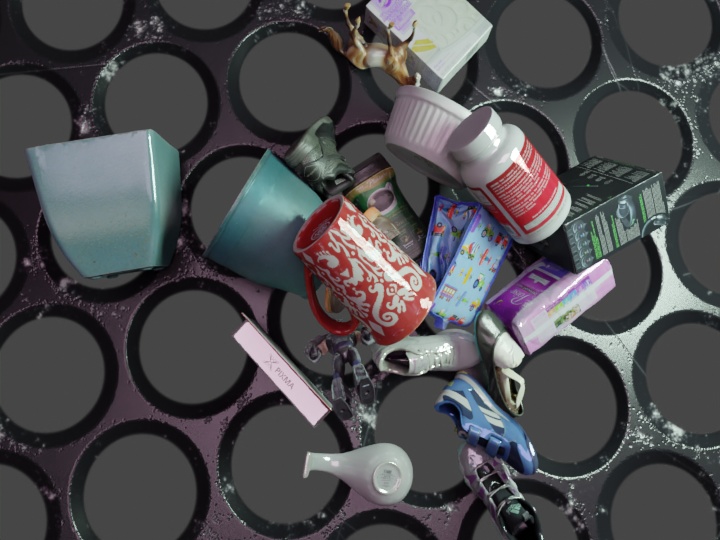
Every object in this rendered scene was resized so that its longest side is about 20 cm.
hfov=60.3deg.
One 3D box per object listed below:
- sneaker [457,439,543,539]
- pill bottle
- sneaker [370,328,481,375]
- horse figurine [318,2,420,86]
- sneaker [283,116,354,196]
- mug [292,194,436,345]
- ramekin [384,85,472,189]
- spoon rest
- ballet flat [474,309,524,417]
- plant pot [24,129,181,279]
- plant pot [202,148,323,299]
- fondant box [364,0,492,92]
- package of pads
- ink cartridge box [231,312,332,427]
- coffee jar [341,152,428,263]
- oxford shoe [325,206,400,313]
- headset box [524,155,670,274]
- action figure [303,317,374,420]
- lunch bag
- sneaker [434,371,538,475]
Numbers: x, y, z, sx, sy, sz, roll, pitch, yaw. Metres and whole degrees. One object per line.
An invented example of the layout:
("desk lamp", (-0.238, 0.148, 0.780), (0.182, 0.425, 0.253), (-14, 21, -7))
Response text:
("sneaker", (0.233, 0.364, 0.988), (0.077, 0.140, 0.202), (-34, 85, -7))
("pill bottle", (0.224, -0.145, 0.943), (0.199, 0.112, 0.113), (43, 80, -25))
("sneaker", (0.114, 0.148, 1.034), (0.193, 0.100, 0.077), (-1, 108, 1))
("horse figurine", (0.025, -0.400, 1.116), (0.194, 0.134, 0.051), (16, 60, 9))
("sneaker", (-0.062, -0.191, 1.057), (0.076, 0.201, 0.115), (-36, 108, 20))
("mug", (-0.011, 0.013, 0.920), (0.178, 0.133, 0.200), (-47, 115, 0))
("ramekin", (0.129, -0.218, 1.050), (0.199, 0.202, 0.096), (30, 92, 2))
("spoon rest", (-0.004, 0.332, 1.033), (0.194, 0.060, 0.103), (14, 82, -14))
("ballet flat", (0.237, 0.156, 1.017), (0.068, 0.067, 0.205), (-37, 123, -37))
("plant pot", (-0.393, -0.095, 1.012), (0.189, 0.196, 0.207), (-10, 91, -4))
("plant pot", (-0.129, -0.059, 1.021), (0.185, 0.200, 0.203), (33, 81, -13))
("fondant box", (0.123, -0.457, 1.149), (0.200, 0.058, 0.145), (43, 82, 5))
("package of pads", (0.316, 0.042, 1.050), (0.198, 0.120, 0.077), (-36, 113, -7))
("ink cartridge box", (-0.125, 0.160, 0.985), (0.045, 0.176, 0.200), (-43, 85, -8))
("coffee jar", (0.044, -0.096, 1.077), (0.102, 0.085, 0.204), (-29, 85, -3))
("oxford shoe", (0.000, 0.000, 1.028), (0.072, 0.071, 0.203), (34, 119, 15))
("headset box", (0.373, -0.096, 1.038), (0.196, 0.174, 0.095), (-28, 113, -7))
("action figure", (-0.024, 0.138, 1.007), (0.127, 0.202, 0.070), (-25, 126, 4))
("lunch bag", (0.167, 0.001, 1.035), (0.092, 0.149, 0.206), (15, 86, 40))
("sneaker", (0.201, 0.261, 1.008), (0.081, 0.075, 0.200), (-29, 54, -26))
